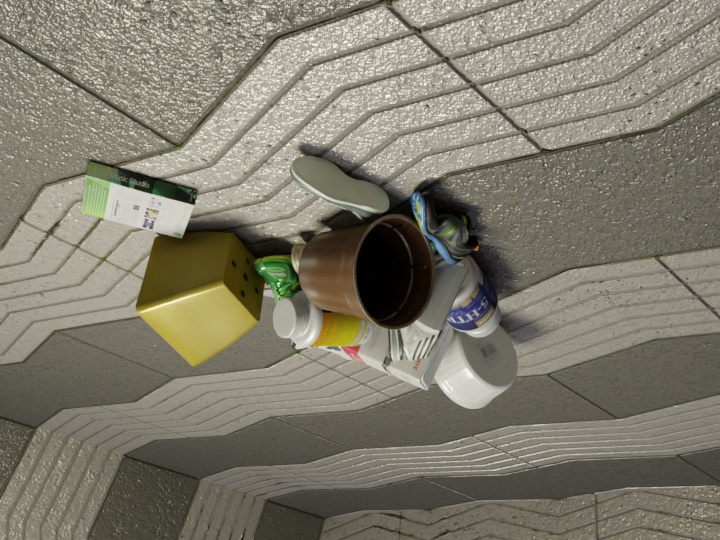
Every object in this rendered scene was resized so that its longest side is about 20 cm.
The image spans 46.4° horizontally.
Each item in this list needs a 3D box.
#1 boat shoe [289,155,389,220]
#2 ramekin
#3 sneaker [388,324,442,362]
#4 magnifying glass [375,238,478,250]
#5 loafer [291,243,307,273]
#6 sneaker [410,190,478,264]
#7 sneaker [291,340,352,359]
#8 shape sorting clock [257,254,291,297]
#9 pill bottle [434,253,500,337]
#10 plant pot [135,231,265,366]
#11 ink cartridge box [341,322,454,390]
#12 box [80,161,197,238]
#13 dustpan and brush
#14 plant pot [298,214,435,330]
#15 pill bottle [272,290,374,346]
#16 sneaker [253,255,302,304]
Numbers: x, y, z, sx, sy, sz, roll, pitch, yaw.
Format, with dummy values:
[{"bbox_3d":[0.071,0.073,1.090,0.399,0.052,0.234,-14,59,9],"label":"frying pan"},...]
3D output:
[{"bbox_3d":[-0.044,-0.133,1.433,0.198,0.074,0.062,19,147,-33],"label":"boat shoe"},{"bbox_3d":[0.258,0.197,1.876,0.199,0.203,0.098,21,143,-27],"label":"ramekin"},{"bbox_3d":[0.111,0.083,1.709,0.114,0.203,0.076,-3,-179,3],"label":"sneaker"},{"bbox_3d":[0.126,-0.054,1.604,0.197,0.023,0.080,2,152,7],"label":"magnifying glass"},{"bbox_3d":[-0.056,-0.012,1.676,0.068,0.077,0.199,-19,153,38],"label":"loafer"},{"bbox_3d":[0.151,-0.087,1.501,0.082,0.071,0.200,-30,138,15],"label":"sneaker"},{"bbox_3d":[-0.101,0.158,2.003,0.129,0.080,0.199,-13,147,36],"label":"sneaker"},{"bbox_3d":[-0.143,0.020,1.787,0.197,0.040,0.201,5,153,3],"label":"shape sorting clock"},{"bbox_3d":[0.210,0.055,1.686,0.118,0.121,0.200,-8,150,26],"label":"pill bottle"},{"bbox_3d":[-0.300,0.039,1.674,0.175,0.202,0.201,-17,134,20],"label":"plant pot"},{"bbox_3d":[0.082,0.146,1.790,0.198,0.146,0.084,21,164,25],"label":"ink cartridge box"},{"bbox_3d":[-0.414,-0.128,1.566,0.198,0.037,0.144,14,152,-17],"label":"box"},{"bbox_3d":[0.114,0.051,1.587,0.199,0.141,0.057,11,157,43],"label":"dustpan and brush"},{"bbox_3d":[0.000,0.000,1.544,0.199,0.202,0.197,29,163,-38],"label":"plant pot"},{"bbox_3d":[-0.073,0.096,1.676,0.198,0.111,0.109,4,160,-41],"label":"pill bottle"},{"bbox_3d":[-0.146,0.039,1.709,0.073,0.084,0.200,-17,138,24],"label":"sneaker"}]
